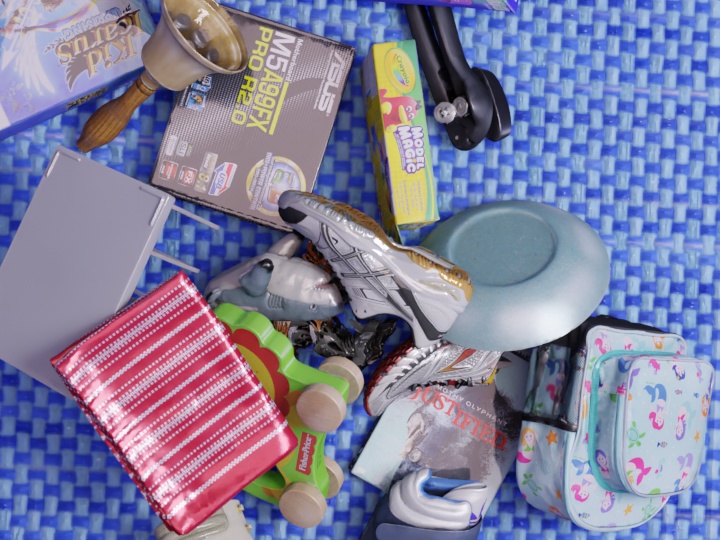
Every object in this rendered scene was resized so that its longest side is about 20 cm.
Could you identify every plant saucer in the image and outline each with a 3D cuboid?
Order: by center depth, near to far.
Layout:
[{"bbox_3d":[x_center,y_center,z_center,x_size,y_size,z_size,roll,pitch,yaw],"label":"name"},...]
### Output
[{"bbox_3d":[0.139,-0.011,1.090,0.200,0.039,0.201,-7,45,7],"label":"plant saucer"}]

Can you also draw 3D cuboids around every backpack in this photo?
[{"bbox_3d":[0.243,0.152,1.092,0.177,0.150,0.201,8,96,-39],"label":"backpack"}]

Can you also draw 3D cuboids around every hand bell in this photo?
[{"bbox_3d":[-0.214,-0.178,1.098,0.200,0.104,0.104,-35,91,29],"label":"hand bell"}]

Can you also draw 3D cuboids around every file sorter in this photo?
[{"bbox_3d":[-0.246,0.011,1.075,0.138,0.124,0.201,24,87,25],"label":"file sorter"}]

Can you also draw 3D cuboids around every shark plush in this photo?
[{"bbox_3d":[-0.115,0.042,1.089,0.200,0.091,0.083,-28,101,16],"label":"shark plush"}]

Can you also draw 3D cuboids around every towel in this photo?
[{"bbox_3d":[-0.161,0.121,1.006,0.144,0.022,0.200,-35,104,-12],"label":"towel"}]

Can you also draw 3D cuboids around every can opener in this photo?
[{"bbox_3d":[0.086,-0.217,1.153,0.063,0.079,0.201,-27,85,32],"label":"can opener"}]

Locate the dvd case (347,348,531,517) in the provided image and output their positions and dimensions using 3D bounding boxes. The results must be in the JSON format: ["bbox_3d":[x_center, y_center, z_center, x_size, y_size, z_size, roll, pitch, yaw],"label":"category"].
[{"bbox_3d":[0.098,0.153,1.156,0.146,0.022,0.200,30,86,-2],"label":"dvd case"}]

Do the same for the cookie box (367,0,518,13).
[{"bbox_3d":[0.037,-0.312,1.056,0.199,0.171,0.076,12,86,26],"label":"cookie box"}]

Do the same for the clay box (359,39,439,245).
[{"bbox_3d":[0.039,-0.115,1.113,0.047,0.115,0.201,-9,90,-6],"label":"clay box"}]

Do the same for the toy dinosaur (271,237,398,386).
[{"bbox_3d":[-0.042,0.052,1.131,0.135,0.102,0.201,24,116,12],"label":"toy dinosaur"}]

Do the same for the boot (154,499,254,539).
[{"bbox_3d":[-0.095,0.301,1.109,0.199,0.072,0.155,0,51,-38],"label":"boot"}]

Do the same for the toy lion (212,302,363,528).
[{"bbox_3d":[-0.103,0.133,1.093,0.191,0.069,0.201,19,123,13],"label":"toy lion"}]

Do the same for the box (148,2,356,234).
[{"bbox_3d":[-0.108,-0.152,1.141,0.160,0.044,0.201,18,88,-1],"label":"box"}]

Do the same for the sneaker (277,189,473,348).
[{"bbox_3d":[0.000,0.000,1.030,0.200,0.076,0.088,31,105,9],"label":"sneaker"}]

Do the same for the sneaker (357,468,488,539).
[{"bbox_3d":[0.102,0.282,1.103,0.200,0.081,0.147,35,113,4],"label":"sneaker"}]

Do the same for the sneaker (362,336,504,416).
[{"bbox_3d":[0.091,0.089,1.109,0.200,0.078,0.082,-31,91,-4],"label":"sneaker"}]

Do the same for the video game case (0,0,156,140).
[{"bbox_3d":[-0.319,-0.253,1.133,0.199,0.045,0.182,-25,91,-4],"label":"video game case"}]
